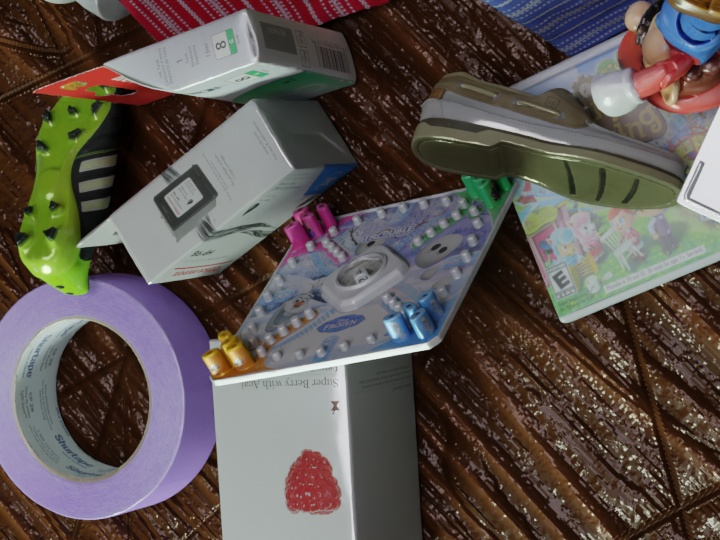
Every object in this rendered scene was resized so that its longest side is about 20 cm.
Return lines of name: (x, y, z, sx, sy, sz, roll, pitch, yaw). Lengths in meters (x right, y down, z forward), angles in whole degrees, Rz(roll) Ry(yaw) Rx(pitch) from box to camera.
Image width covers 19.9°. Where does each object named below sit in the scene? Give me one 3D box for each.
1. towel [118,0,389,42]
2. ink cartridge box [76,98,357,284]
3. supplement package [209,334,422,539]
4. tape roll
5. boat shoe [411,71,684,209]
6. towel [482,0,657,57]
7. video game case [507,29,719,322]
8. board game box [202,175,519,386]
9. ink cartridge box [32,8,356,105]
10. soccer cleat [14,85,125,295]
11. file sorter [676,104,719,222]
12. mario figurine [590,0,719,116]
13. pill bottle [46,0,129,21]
towel: (-0.091, -0.225, 1.593, 0.200, 0.145, 0.023, -18, 47, 26)
ink cartridge box: (-0.114, -0.051, 1.620, 0.200, 0.116, 0.067, -37, 78, 23)
supplement package: (-0.032, 0.145, 1.589, 0.121, 0.120, 0.200, -3, 92, 26)
tape roll: (-0.216, 0.103, 1.707, 0.200, 0.066, 0.200, 2, 95, 26)
boat shoe: (0.141, -0.098, 1.489, 0.200, 0.075, 0.068, 14, 66, 6)
towel: (0.164, -0.206, 1.429, 0.145, 0.200, 0.024, -26, 67, 25)
video game case: (0.204, -0.080, 1.515, 0.200, 0.022, 0.182, -24, 82, 25)
board game box: (0.000, 0.000, 1.519, 0.200, 0.200, 0.026, -12, 121, 33)
ink cartridge box: (-0.127, -0.144, 1.595, 0.200, 0.161, 0.050, -19, 81, 25)
soccer cleat: (-0.230, -0.073, 1.682, 0.067, 0.081, 0.200, -3, 57, 25)
file sorter: (0.341, -0.072, 1.379, 0.200, 0.125, 0.139, 26, 104, 13)
mario figurine: (0.213, -0.175, 1.394, 0.123, 0.200, 0.106, -12, 74, -8)
pill bottle: (-0.260, -0.287, 1.678, 0.200, 0.111, 0.111, 34, 107, 20)
